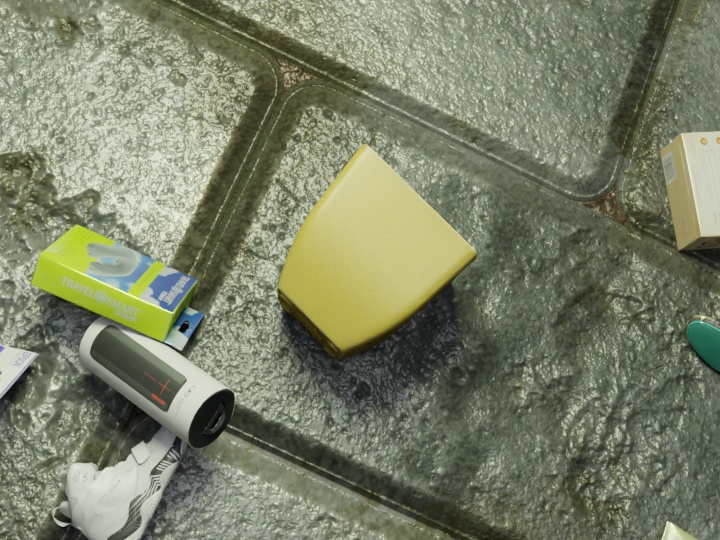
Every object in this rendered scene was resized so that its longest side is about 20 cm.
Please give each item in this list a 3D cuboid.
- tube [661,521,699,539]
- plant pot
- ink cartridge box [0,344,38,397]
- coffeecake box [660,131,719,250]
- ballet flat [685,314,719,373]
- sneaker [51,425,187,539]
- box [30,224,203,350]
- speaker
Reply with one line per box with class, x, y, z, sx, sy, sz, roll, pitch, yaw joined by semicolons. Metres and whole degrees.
tube;0.482;0.408;1.324;0.197;0.052;0.058;25;31;1
plant pot;0.000;0.000;1.273;0.194;0.196;0.200;43;79;3
ink cartridge box;-0.497;0.118;1.152;0.197;0.198;0.044;17;105;-3
coffeecake box;0.552;-0.118;1.457;0.196;0.073;0.156;-4;76;-11
ballet flat;0.537;0.126;1.403;0.200;0.072;0.072;43;73;3
sneaker;-0.285;0.239;1.214;0.114;0.075;0.202;27;75;-4
box;-0.292;0.019;1.249;0.197;0.122;0.048;24;110;-3
speaker;-0.244;0.130;1.207;0.198;0.082;0.082;30;70;27
